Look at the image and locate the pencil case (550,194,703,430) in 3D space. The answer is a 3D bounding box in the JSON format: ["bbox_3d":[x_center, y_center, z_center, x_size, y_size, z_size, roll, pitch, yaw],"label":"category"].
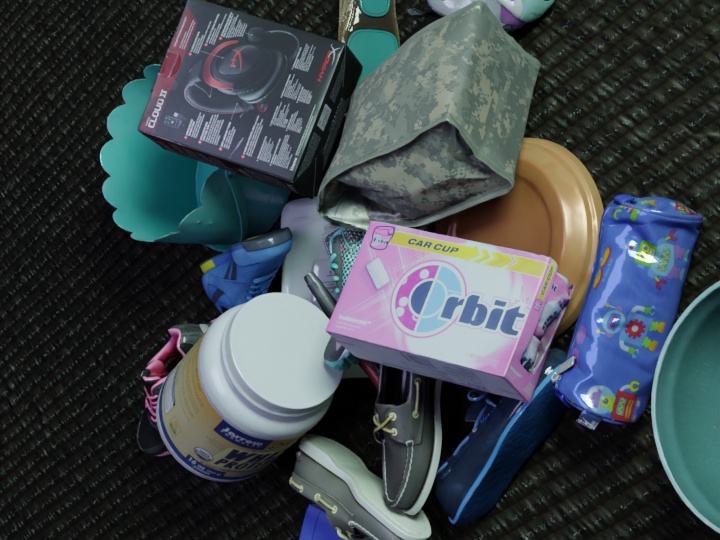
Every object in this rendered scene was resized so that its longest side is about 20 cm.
[{"bbox_3d":[0.222,0.033,1.218,0.078,0.086,0.201,-138,64,-75],"label":"pencil case"}]

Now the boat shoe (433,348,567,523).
[{"bbox_3d":[0.119,0.142,1.304,0.200,0.084,0.069,-55,53,21],"label":"boat shoe"}]

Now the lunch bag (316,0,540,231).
[{"bbox_3d":[0.054,-0.131,1.352,0.199,0.118,0.165,-21,39,39],"label":"lunch bag"}]

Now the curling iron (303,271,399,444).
[{"bbox_3d":[-0.005,0.089,1.433,0.050,0.026,0.201,-37,79,34],"label":"curling iron"}]

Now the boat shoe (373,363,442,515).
[{"bbox_3d":[0.041,0.127,1.359,0.072,0.060,0.203,-5,75,60],"label":"boat shoe"}]

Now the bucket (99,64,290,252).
[{"bbox_3d":[-0.179,-0.120,1.598,0.206,0.134,0.209,-9,77,44],"label":"bucket"}]

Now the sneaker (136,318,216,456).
[{"bbox_3d":[-0.218,0.131,1.628,0.079,0.095,0.201,51,122,34],"label":"sneaker"}]

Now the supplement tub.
[{"bbox_3d":[-0.112,0.119,1.459,0.200,0.144,0.145,-45,53,52],"label":"supplement tub"}]

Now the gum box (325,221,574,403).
[{"bbox_3d":[0.082,0.035,1.274,0.199,0.066,0.114,13,72,33],"label":"gum box"}]

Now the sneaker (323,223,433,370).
[{"bbox_3d":[0.000,0.000,1.405,0.091,0.078,0.201,22,75,12],"label":"sneaker"}]

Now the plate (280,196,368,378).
[{"bbox_3d":[-0.022,0.013,1.497,0.199,0.032,0.201,-7,79,44],"label":"plate"}]

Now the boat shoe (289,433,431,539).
[{"bbox_3d":[-0.004,0.231,1.420,0.201,0.072,0.061,34,104,49],"label":"boat shoe"}]

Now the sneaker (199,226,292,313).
[{"bbox_3d":[-0.114,0.006,1.543,0.200,0.066,0.079,-26,81,63],"label":"sneaker"}]

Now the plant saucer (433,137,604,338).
[{"bbox_3d":[0.138,-0.026,1.342,0.199,0.037,0.202,-9,77,44],"label":"plant saucer"}]

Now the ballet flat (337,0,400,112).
[{"bbox_3d":[0.005,-0.250,1.499,0.065,0.070,0.201,167,110,-71],"label":"ballet flat"}]

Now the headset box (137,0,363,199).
[{"bbox_3d":[-0.119,-0.176,1.442,0.199,0.075,0.149,18,84,17],"label":"headset box"}]

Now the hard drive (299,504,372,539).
[{"bbox_3d":[0.005,0.329,1.428,0.199,0.025,0.133,18,96,45],"label":"hard drive"}]

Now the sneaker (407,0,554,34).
[{"bbox_3d":[0.094,-0.300,1.397,0.140,0.077,0.201,-37,59,34],"label":"sneaker"}]

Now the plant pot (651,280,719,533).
[{"bbox_3d":[0.335,0.103,1.060,0.200,0.134,0.202,-9,77,43],"label":"plant pot"}]
